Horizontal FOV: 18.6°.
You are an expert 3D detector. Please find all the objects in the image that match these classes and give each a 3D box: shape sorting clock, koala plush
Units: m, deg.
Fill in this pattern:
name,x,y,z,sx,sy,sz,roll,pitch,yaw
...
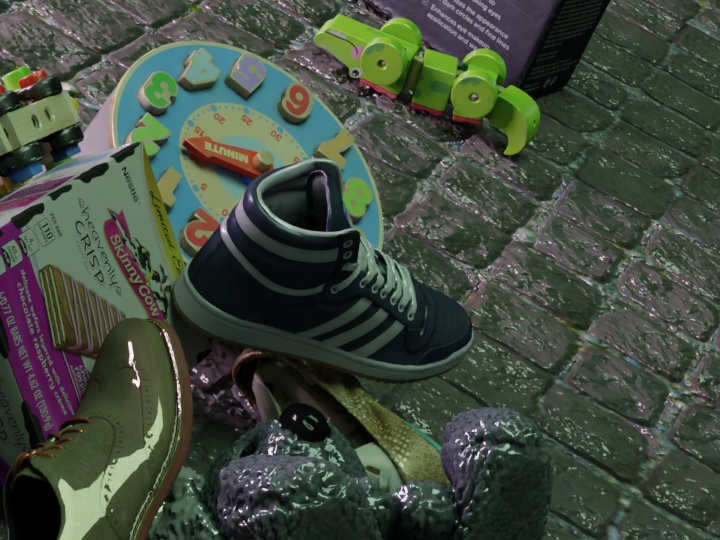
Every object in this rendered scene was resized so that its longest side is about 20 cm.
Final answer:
name,x,y,z,sx,sy,sz,roll,pitch,yaw
shape sorting clock,-0.068,-0.061,1.373,0.199,0.039,0.201,19,52,-27
koala plush,-0.023,0.145,1.143,0.176,0.185,0.200,-10,21,-31

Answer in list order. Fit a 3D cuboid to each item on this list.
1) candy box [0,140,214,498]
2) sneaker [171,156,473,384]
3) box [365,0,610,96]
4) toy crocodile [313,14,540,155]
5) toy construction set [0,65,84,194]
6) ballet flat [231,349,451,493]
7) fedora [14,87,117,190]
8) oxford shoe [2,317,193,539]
name,x,y,z,sx,sy,sz,roll,pitch,yaw
candy box,-0.165,0.024,1.218,0.061,0.137,0.200,-12,15,25
sneaker,0.000,0.000,1.281,0.199,0.109,0.070,10,40,-30
box,0.124,-0.286,1.929,0.196,0.201,0.117,38,30,21
toy crocodile,0.056,-0.158,1.812,0.199,0.062,0.068,21,28,0
toy construction set,-0.236,-0.063,1.329,0.093,0.130,0.200,60,21,-20
ballet flat,-0.007,0.106,1.301,0.065,0.071,0.200,-23,47,-32
fedora,-0.124,-0.058,1.442,0.176,0.091,0.200,-5,40,-45
oxford shoe,-0.136,0.098,1.108,0.075,0.070,0.201,33,44,-30
